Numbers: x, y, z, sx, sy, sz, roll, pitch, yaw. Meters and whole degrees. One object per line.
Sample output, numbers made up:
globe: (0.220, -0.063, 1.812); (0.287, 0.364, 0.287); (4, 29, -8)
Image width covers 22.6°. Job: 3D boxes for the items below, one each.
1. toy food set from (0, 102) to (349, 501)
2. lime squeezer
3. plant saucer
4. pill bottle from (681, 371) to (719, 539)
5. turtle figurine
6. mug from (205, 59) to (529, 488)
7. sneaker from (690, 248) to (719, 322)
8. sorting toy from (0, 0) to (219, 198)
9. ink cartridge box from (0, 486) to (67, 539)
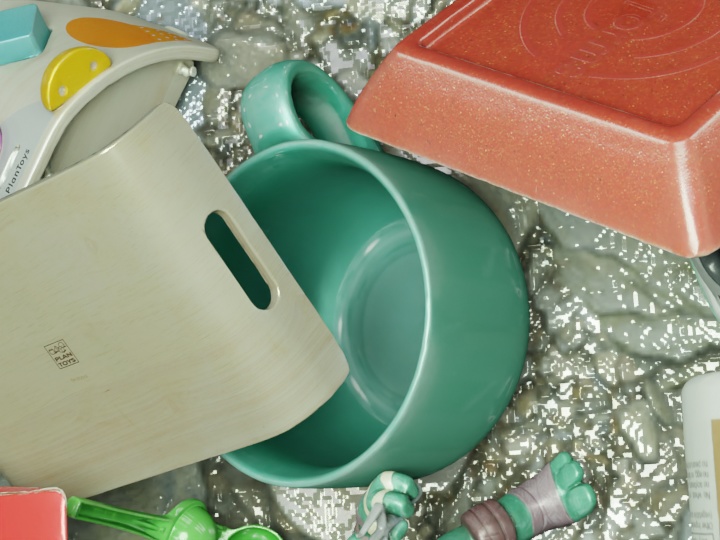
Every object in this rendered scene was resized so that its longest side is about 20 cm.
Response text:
toy food set: (-0.119, 0.019, 0.797); (0.199, 0.061, 0.144); (-21, 112, 33)
lime squeezer: (-0.066, 0.141, 0.864); (0.199, 0.071, 0.038); (28, 102, -28)
plant saucer: (0.122, -0.101, 0.768); (0.199, 0.037, 0.199); (25, 52, 40)
pill bottle: (0.205, 0.144, 0.793); (0.113, 0.114, 0.202); (-5, 83, 12)
turtle figurine: (0.020, 0.156, 0.813); (0.198, 0.100, 0.151); (-14, 104, -25)
mug: (0.007, 0.007, 0.837); (0.151, 0.114, 0.187); (17, 96, 37)
sneaker: (0.164, -0.067, 0.809); (0.077, 0.140, 0.202); (-22, 81, 10)
sorting toy: (-0.201, -0.066, 0.929); (0.179, 0.107, 0.202); (26, 91, 33)
ink cartridge box: (-0.199, 0.159, 0.806); (0.198, 0.067, 0.118); (-7, 81, 22)
